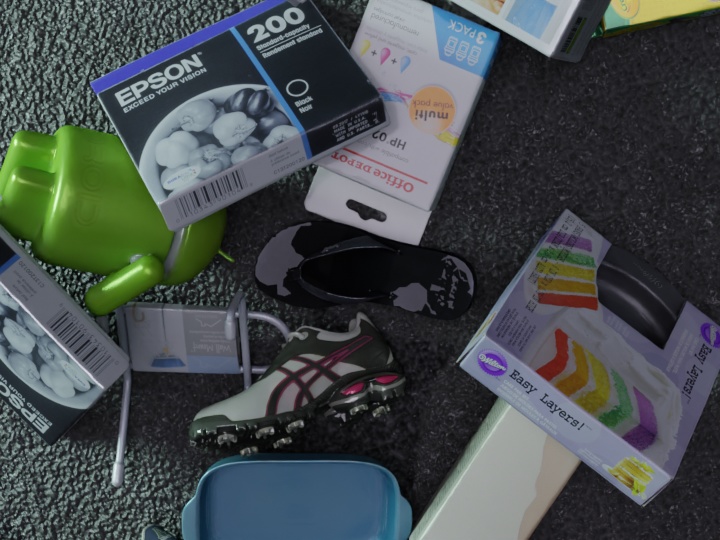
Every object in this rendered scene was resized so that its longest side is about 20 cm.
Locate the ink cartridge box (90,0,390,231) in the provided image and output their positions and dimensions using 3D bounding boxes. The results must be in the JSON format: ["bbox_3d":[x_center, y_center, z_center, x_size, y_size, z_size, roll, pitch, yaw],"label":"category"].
[{"bbox_3d":[-0.107,-0.147,1.095,0.197,0.044,0.201,-27,52,-10],"label":"ink cartridge box"}]

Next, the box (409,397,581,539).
[{"bbox_3d":[0.125,0.172,1.144,0.077,0.095,0.201,33,98,1],"label":"box"}]

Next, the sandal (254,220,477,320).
[{"bbox_3d":[0.000,-0.001,1.159,0.198,0.043,0.077,4,98,16],"label":"sandal"}]

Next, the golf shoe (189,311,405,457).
[{"bbox_3d":[-0.060,0.099,1.146,0.198,0.077,0.089,-13,72,-28],"label":"golf shoe"}]

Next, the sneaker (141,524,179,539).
[{"bbox_3d":[-0.215,0.312,1.210,0.200,0.067,0.090,-48,65,17],"label":"sneaker"}]

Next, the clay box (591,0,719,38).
[{"bbox_3d":[0.263,-0.267,1.124,0.198,0.048,0.116,-11,92,6],"label":"clay box"}]

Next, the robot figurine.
[{"bbox_3d":[-0.202,-0.053,1.134,0.198,0.177,0.116,12,132,-24],"label":"robot figurine"}]

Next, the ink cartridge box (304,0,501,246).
[{"bbox_3d":[0.031,-0.125,1.147,0.114,0.068,0.202,22,96,5],"label":"ink cartridge box"}]

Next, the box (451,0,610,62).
[{"bbox_3d":[0.107,-0.265,1.088,0.199,0.101,0.113,32,106,15],"label":"box"}]

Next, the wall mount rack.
[{"bbox_3d":[-0.159,0.100,1.183,0.197,0.075,0.176,2,118,7],"label":"wall mount rack"}]

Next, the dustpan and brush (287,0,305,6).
[{"bbox_3d":[-0.058,-0.336,1.089,0.057,0.139,0.202,-12,59,36],"label":"dustpan and brush"}]

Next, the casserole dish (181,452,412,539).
[{"bbox_3d":[-0.055,0.210,1.171,0.197,0.039,0.123,0,111,-5],"label":"casserole dish"}]

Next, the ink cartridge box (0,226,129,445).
[{"bbox_3d":[-0.305,0.054,1.136,0.198,0.043,0.200,46,141,-3],"label":"ink cartridge box"}]

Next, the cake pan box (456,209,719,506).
[{"bbox_3d":[0.196,0.063,1.091,0.184,0.200,0.052,40,134,2],"label":"cake pan box"}]
